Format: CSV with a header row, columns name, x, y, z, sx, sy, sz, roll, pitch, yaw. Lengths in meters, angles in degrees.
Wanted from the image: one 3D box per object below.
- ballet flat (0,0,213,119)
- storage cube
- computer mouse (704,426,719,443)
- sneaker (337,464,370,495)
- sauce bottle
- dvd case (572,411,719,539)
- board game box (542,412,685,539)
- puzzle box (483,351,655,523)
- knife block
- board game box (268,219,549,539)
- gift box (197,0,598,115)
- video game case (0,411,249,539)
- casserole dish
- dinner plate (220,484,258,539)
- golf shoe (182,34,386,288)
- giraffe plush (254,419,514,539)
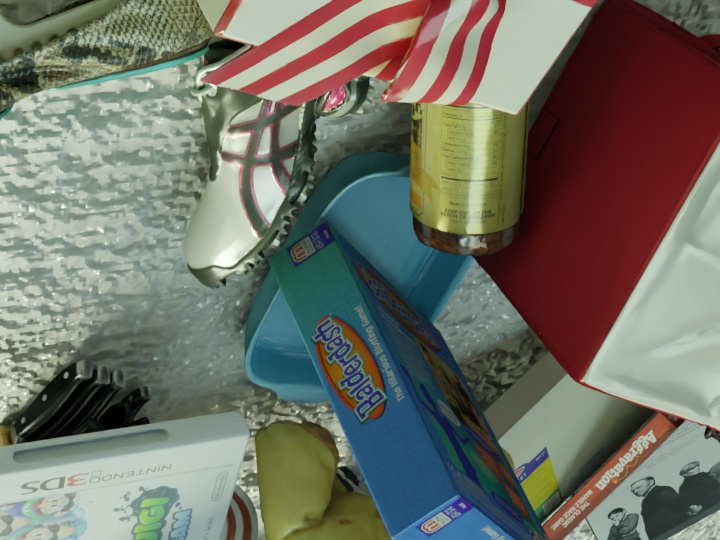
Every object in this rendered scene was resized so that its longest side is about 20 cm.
name,x,y,z,sx,sy,sz,roll,pitch,yaw
ballet flat,-0.167,-0.105,0.759,0.200,0.068,0.075,-25,119,-11
storage cube,0.193,-0.023,0.883,0.171,0.180,0.200,23,105,-23
computer mouse,0.274,0.021,1.104,0.110,0.044,0.200,-53,153,-39
sneaker,0.005,0.220,1.175,0.130,0.080,0.199,-50,146,13
sauce bottle,0.059,-0.107,0.847,0.066,0.066,0.200,-10,119,-20
dvd case,0.239,0.152,1.274,0.150,0.025,0.200,-29,139,2
board game box,0.168,0.163,1.173,0.200,0.019,0.103,-49,169,22
puzzle box,0.135,0.111,1.121,0.200,0.025,0.133,-41,143,-15
knife block,-0.214,0.140,0.985,0.200,0.064,0.176,-16,138,-13
board game box,0.033,0.084,0.895,0.045,0.200,0.152,-34,139,10
gift box,0.008,-0.178,0.670,0.200,0.187,0.185,4,131,-33
video game case,-0.168,0.166,0.930,0.182,0.024,0.200,-7,137,-27
casserole dish,0.000,0.000,0.971,0.121,0.039,0.200,6,129,-32
dinner plate,-0.159,0.182,0.991,0.200,0.024,0.200,-18,141,-15
golf shoe,-0.056,-0.081,0.844,0.088,0.077,0.200,23,119,-19
giraffe plush,0.022,0.173,0.995,0.162,0.173,0.200,-5,179,-4
